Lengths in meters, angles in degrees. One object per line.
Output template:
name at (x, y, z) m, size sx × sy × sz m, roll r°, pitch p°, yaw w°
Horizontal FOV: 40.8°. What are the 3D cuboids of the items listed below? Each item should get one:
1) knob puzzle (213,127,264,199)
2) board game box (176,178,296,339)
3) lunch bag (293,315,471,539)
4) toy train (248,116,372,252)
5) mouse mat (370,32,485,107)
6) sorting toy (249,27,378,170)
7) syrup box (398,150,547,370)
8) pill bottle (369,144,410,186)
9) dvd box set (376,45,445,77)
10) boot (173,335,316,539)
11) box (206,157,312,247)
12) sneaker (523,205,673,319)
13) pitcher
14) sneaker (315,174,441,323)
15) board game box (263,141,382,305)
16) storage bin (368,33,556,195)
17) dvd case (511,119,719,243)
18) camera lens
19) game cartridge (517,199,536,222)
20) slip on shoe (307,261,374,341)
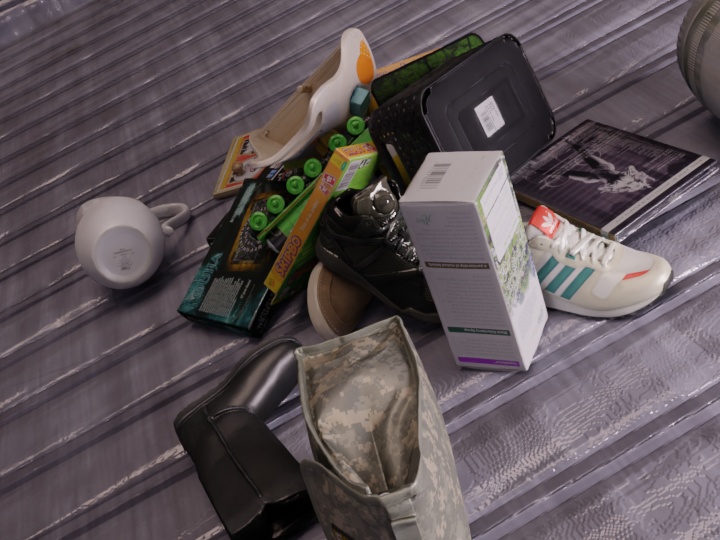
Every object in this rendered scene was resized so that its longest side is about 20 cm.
knob puzzle at (-0.128, -0.195, 1.498) m, size 0.216 × 0.031 × 0.221 m, roll -18°, pitch 33°, yaw 12°
board game box at (-0.133, -0.021, 1.194) m, size 0.134 × 0.028 × 0.202 m, roll 9°, pitch 66°, yaw 40°
lunch bag at (0.021, 0.168, 0.757) m, size 0.116 × 0.166 × 0.201 m, roll -18°, pitch 32°, yaw 1°
toy train at (-0.050, -0.099, 1.142) m, size 0.200 × 0.042 × 0.056 m, roll -45°, pitch 77°, yaw 2°
mouse mat at (0.118, -0.195, 1.193) m, size 0.199 × 0.163 × 0.008 m, roll -31°, pitch 1°, yaw -30°
sorting toy at (-0.063, -0.182, 1.192) m, size 0.200 × 0.107 × 0.180 m, roll -42°, pitch 2°, yaw 26°
syrup box at (0.110, -0.006, 0.904) m, size 0.080 × 0.202 × 0.079 m, roll 2°, pitch 41°, yaw 31°
pill bottle at (0.065, -0.156, 1.231) m, size 0.199 × 0.113 × 0.112 m, roll -38°, pitch 34°, yaw -18°
dvd box set at (0.044, -0.226, 1.323) m, size 0.197 × 0.146 × 0.030 m, roll -16°, pitch 65°, yaw 15°
boot at (-0.086, 0.162, 0.931) m, size 0.164 × 0.066 × 0.200 m, roll -41°, pitch 31°, yaw -7°
box at (-0.092, -0.090, 1.307) m, size 0.158 × 0.050 × 0.201 m, roll -1°, pitch 41°, yaw 37°
sneaker at (0.203, -0.014, 0.951) m, size 0.197 × 0.094 × 0.071 m, roll 6°, pitch 44°, yaw 40°
pitcher at (-0.317, -0.054, 1.369) m, size 0.169 × 0.123 × 0.200 m, roll -16°, pitch 19°, yaw -12°
sneaker at (0.043, -0.023, 1.008) m, size 0.198 × 0.115 × 0.076 m, roll 30°, pitch 53°, yaw 17°
board game box at (-0.044, -0.053, 1.099) m, size 0.030 × 0.202 × 0.095 m, roll 35°, pitch 24°, yaw 15°
storage bin at (0.120, -0.165, 1.104) m, size 0.093 × 0.137 × 0.200 m, roll -13°, pitch 21°, yaw 49°
dvd case at (0.261, -0.102, 1.051) m, size 0.148 × 0.016 × 0.199 m, roll -34°, pitch 33°, yaw -16°
camera lens at (0.438, -0.214, 1.006) m, size 0.158 × 0.161 × 0.201 m, roll -24°, pitch 32°, yaw 3°
game cartridge at (0.167, -0.062, 1.103) m, size 0.197 × 0.039 × 0.131 m, roll -16°, pitch 38°, yaw 15°
slip on shoe at (0.000, 0.000, 1.093) m, size 0.060 × 0.077 × 0.201 m, roll -22°, pitch 22°, yaw 34°
